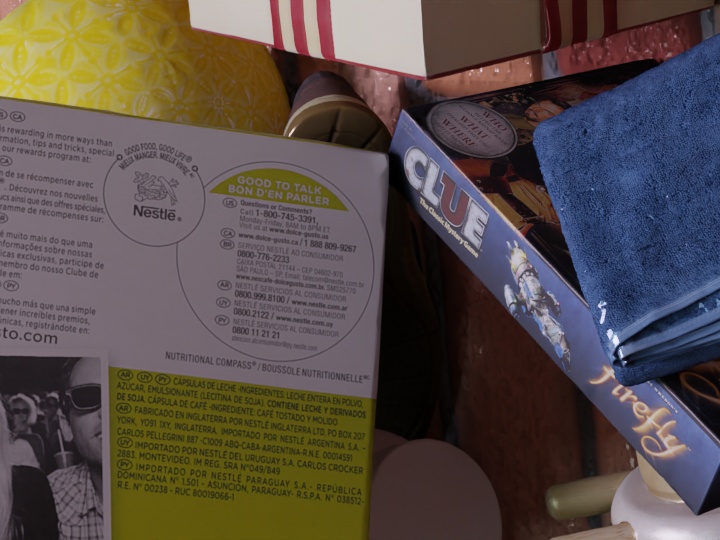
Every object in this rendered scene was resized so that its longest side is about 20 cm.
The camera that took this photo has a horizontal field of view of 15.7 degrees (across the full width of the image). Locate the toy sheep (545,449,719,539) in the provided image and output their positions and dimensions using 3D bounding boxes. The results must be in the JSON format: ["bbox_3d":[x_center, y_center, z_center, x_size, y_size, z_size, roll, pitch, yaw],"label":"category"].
[{"bbox_3d":[0.147,0.134,1.005,0.137,0.137,0.201,12,123,52],"label":"toy sheep"}]

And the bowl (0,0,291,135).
[{"bbox_3d":[-0.101,-0.032,1.234,0.108,0.199,0.201,39,131,39],"label":"bowl"}]

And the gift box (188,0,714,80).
[{"bbox_3d":[0.016,-0.190,1.034,0.199,0.184,0.188,16,115,45],"label":"gift box"}]

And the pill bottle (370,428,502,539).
[{"bbox_3d":[-0.019,0.133,1.216,0.200,0.104,0.105,-24,81,56],"label":"pill bottle"}]

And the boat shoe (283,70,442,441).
[{"bbox_3d":[-0.001,0.000,1.226,0.066,0.071,0.202,-91,-6,-58],"label":"boat shoe"}]

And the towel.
[{"bbox_3d":[0.159,-0.044,0.891,0.199,0.049,0.112,-25,60,14],"label":"towel"}]

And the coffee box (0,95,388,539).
[{"bbox_3d":[-0.110,0.056,1.049,0.200,0.198,0.199,137,138,-69],"label":"coffee box"}]

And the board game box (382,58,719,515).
[{"bbox_3d":[0.119,-0.001,0.993,0.200,0.135,0.035,48,136,34],"label":"board game box"}]
